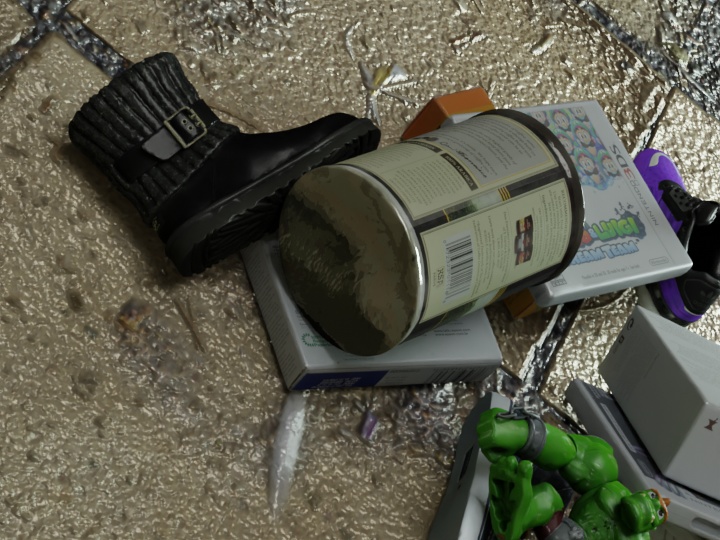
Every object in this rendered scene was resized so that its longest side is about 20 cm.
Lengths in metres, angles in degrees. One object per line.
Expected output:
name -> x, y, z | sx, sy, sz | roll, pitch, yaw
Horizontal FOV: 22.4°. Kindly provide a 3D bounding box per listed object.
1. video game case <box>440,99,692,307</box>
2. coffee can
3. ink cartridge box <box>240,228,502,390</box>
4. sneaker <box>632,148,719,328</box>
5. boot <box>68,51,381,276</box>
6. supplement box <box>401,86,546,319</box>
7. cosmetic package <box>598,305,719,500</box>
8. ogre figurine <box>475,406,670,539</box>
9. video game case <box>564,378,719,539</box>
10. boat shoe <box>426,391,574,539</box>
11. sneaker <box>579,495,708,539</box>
video game case -> 0.180, -0.063, 1.571 | 0.199, 0.024, 0.183 | -10, 66, -43
coffee can -> 0.056, -0.033, 1.402 | 0.199, 0.146, 0.147 | -21, 72, -42
ink cartridge box -> 0.000, 0.000, 1.472 | 0.195, 0.043, 0.201 | 0, 56, -34
sneaker -> 0.303, -0.042, 1.678 | 0.069, 0.100, 0.201 | 18, 50, -27
boot -> -0.103, -0.106, 1.407 | 0.210, 0.080, 0.158 | -29, 69, -26
supplement box -> 0.119, -0.060, 1.586 | 0.066, 0.069, 0.201 | -15, 67, -41
cosmetic package -> 0.277, 0.113, 1.494 | 0.101, 0.072, 0.200 | 25, 15, -16
ogre figurine -> 0.162, 0.192, 1.335 | 0.119, 0.098, 0.200 | -7, 50, -41
video game case -> 0.272, 0.169, 1.485 | 0.181, 0.023, 0.200 | 24, 15, -20
boat shoe -> 0.113, 0.183, 1.392 | 0.090, 0.071, 0.201 | 30, 43, -8
sneaker -> 0.249, 0.245, 1.444 | 0.199, 0.100, 0.078 | 32, 2, 18
